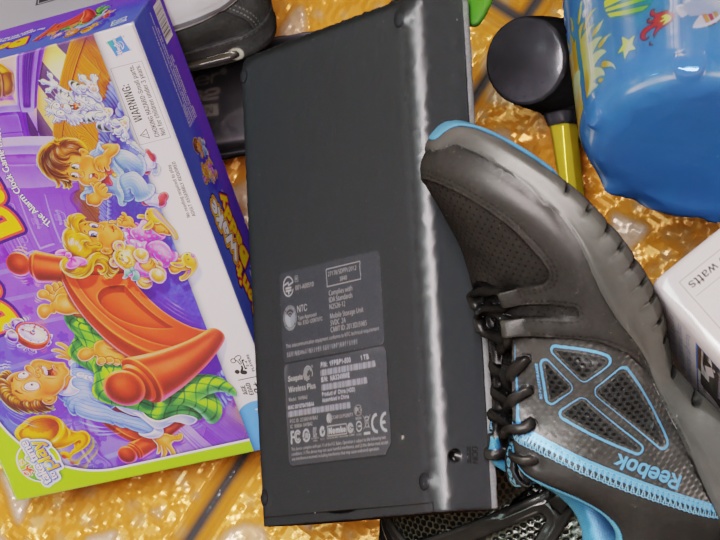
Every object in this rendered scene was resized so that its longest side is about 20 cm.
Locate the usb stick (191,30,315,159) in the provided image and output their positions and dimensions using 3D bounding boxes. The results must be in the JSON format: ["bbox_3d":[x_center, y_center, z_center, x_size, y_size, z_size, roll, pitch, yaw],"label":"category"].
[{"bbox_3d":[-0.097,-0.072,1.226,0.199,0.033,0.056,-8,70,18],"label":"usb stick"}]

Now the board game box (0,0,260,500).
[{"bbox_3d":[-0.118,-0.008,1.155,0.134,0.045,0.201,-13,113,17],"label":"board game box"}]

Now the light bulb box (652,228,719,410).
[{"bbox_3d":[0.248,0.035,1.013,0.198,0.125,0.200,-38,69,-5],"label":"light bulb box"}]

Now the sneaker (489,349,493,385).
[{"bbox_3d":[0.040,-0.006,1.105,0.200,0.073,0.071,42,138,42],"label":"sneaker"}]

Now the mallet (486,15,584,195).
[{"bbox_3d":[0.087,-0.011,1.129,0.041,0.066,0.201,-9,77,29],"label":"mallet"}]

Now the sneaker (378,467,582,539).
[{"bbox_3d":[0.098,0.104,1.083,0.199,0.076,0.115,2,110,24],"label":"sneaker"}]

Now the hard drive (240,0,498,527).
[{"bbox_3d":[0.000,0.000,1.085,0.139,0.033,0.201,-13,79,57],"label":"hard drive"}]

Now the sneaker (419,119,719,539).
[{"bbox_3d":[0.075,0.036,1.000,0.082,0.073,0.200,-36,99,-8],"label":"sneaker"}]

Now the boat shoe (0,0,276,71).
[{"bbox_3d":[-0.131,-0.102,1.179,0.199,0.057,0.069,-10,46,23],"label":"boat shoe"}]

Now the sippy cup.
[{"bbox_3d":[0.138,-0.096,1.068,0.177,0.140,0.131,-8,52,19],"label":"sippy cup"}]
